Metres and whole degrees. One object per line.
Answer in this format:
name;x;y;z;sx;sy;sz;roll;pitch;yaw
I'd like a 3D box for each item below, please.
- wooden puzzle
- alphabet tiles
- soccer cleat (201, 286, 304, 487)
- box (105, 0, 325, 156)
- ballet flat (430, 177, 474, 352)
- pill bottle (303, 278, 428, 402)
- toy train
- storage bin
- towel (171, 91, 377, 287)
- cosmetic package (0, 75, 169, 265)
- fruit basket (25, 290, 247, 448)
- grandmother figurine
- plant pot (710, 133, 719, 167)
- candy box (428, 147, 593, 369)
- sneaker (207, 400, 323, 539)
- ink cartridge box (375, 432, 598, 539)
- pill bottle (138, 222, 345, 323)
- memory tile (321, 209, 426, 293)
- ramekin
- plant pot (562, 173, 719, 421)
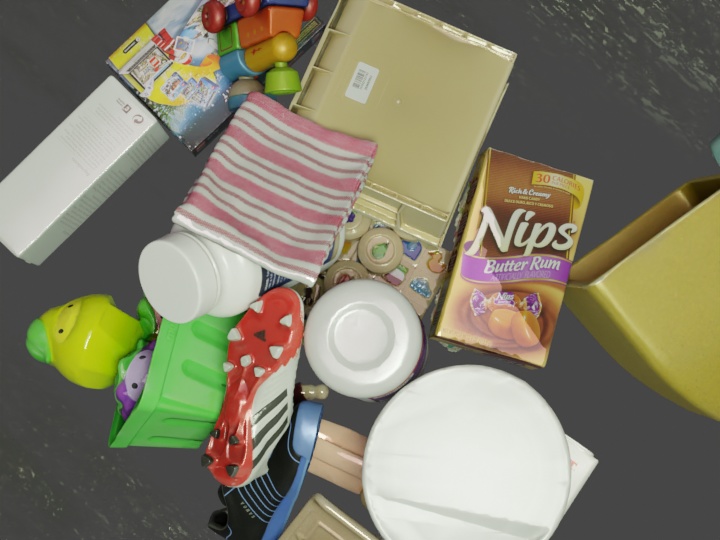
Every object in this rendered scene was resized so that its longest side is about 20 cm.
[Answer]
wooden puzzle;-0.010;0.327;1.406;0.185;0.046;0.200;37;127;2
alphabet tiles;0.000;0.000;1.491;0.166;0.006;0.200;30;86;2
soccer cleat;-0.093;0.111;1.327;0.068;0.085;0.201;19;96;27
box;-0.154;-0.241;1.491;0.200;0.038;0.137;-44;88;-4
ballet flat;0.128;-0.010;1.464;0.075;0.064;0.201;14;86;-12
pill bottle;0.010;0.074;1.378;0.112;0.200;0.113;-1;83;5
toy train;-0.078;-0.227;1.378;0.084;0.200;0.116;-3;87;-35
storage bin;0.035;-0.161;1.445;0.198;0.094;0.200;23;77;1
towel;-0.077;-0.083;1.312;0.146;0.030;0.200;24;46;1
cosmetic package;-0.299;-0.102;1.448;0.071;0.101;0.200;44;86;3
fruit basket;-0.229;0.069;1.395;0.215;0.156;0.216;12;60;-21
grandmother figurine;-0.067;0.172;1.451;0.199;0.061;0.122;21;91;0
plant pot;0.448;-0.119;1.426;0.134;0.200;0.201;-35;87;22
candy box;0.152;-0.012;1.407;0.116;0.056;0.201;16;82;-5
sneaker;-0.097;0.207;1.407;0.078;0.070;0.200;20;119;-2
ink cartridge box;0.129;0.235;1.435;0.145;0.084;0.200;34;87;2
pill bottle;-0.116;-0.021;1.346;0.200;0.111;0.111;-28;85;-47
memory tile;-0.030;-0.074;1.483;0.153;0.017;0.200;-44;83;-6
ramekin;0.101;0.194;1.349;0.202;0.094;0.203;0;84;2
plant pot;0.340;0.039;1.406;0.195;0.194;0.200;-35;93;-3
